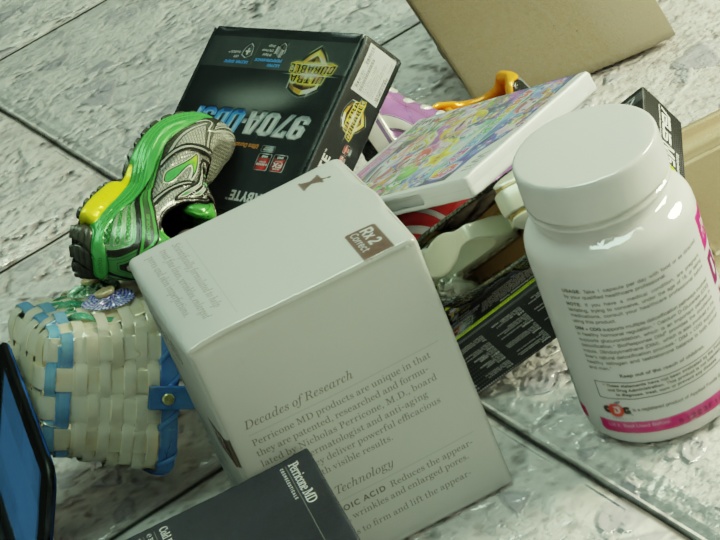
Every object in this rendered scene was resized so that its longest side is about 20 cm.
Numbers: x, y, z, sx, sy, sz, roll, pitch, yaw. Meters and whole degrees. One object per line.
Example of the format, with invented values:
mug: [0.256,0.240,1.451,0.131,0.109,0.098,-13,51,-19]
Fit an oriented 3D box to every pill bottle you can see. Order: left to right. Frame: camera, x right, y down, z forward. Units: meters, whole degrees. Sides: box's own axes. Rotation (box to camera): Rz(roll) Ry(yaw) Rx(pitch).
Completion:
pill bottle: [0.171,0.001,1.487,0.113,0.200,0.113,-16,32,10]

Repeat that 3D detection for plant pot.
plant pot: [0.127,-0.263,2.024,0.177,0.200,0.200,-34,27,3]

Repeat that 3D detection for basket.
basket: [-0.148,0.075,1.682,0.200,0.139,0.176,4,8,-22]

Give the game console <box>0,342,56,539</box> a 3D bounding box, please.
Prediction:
game console: [-0.278,0.172,1.601,0.171,0.118,0.200,-29,30,-3]

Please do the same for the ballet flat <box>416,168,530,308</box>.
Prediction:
ballet flat: [0.103,-0.033,1.569,0.200,0.072,0.072,-38,17,33]

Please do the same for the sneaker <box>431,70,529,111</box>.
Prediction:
sneaker: [0.062,-0.095,1.883,0.200,0.077,0.078,-29,29,-8]

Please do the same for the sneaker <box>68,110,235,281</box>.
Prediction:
sneaker: [-0.136,-0.048,1.707,0.085,0.078,0.200,13,38,16]

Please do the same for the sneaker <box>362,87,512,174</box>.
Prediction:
sneaker: [0.065,-0.104,1.819,0.114,0.073,0.201,-35,72,-7]

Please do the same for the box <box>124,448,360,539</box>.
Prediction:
box: [-0.069,0.227,1.378,0.182,0.104,0.200,-26,28,-4]

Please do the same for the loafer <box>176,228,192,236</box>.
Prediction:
loafer: [-0.047,0.021,1.643,0.072,0.200,0.063,-48,35,32]

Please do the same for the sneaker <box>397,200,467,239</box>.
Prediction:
sneaker: [0.000,0.000,1.730,0.200,0.071,0.113,-32,23,39]

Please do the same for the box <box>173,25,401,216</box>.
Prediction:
box: [-0.074,-0.109,1.804,0.200,0.046,0.159,11,73,50]

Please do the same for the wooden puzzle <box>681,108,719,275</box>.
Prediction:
wooden puzzle: [0.299,-0.062,1.695,0.185,0.037,0.200,-27,32,-8]

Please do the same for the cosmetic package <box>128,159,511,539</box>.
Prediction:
cosmetic package: [-0.028,0.066,1.530,0.165,0.200,0.165,-27,27,-8]

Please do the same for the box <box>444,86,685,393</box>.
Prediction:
box: [0.141,-0.022,1.639,0.200,0.044,0.160,-39,23,25]

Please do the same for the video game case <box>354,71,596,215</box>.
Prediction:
video game case: [0.061,-0.083,1.663,0.143,0.018,0.200,-41,17,-32]
